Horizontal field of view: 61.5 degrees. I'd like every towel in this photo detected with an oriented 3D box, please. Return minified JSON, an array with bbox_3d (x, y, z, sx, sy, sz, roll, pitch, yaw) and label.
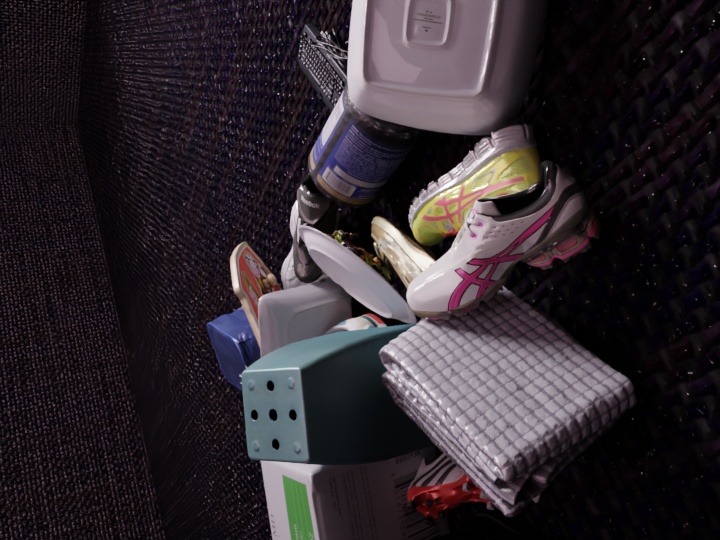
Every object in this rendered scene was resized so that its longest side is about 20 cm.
[{"bbox_3d":[0.134,0.112,0.578,0.200,0.163,0.087,40,148,45],"label":"towel"}]

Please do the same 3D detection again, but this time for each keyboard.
[{"bbox_3d":[-0.057,-0.307,0.916,0.202,0.039,0.105,57,141,33],"label":"keyboard"}]

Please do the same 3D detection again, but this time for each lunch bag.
[{"bbox_3d":[-0.194,0.141,1.147,0.198,0.131,0.139,16,126,55],"label":"lunch bag"}]

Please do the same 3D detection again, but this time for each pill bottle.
[{"bbox_3d":[0.016,-0.179,0.758,0.200,0.110,0.114,-49,56,50],"label":"pill bottle"}]

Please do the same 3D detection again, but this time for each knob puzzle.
[{"bbox_3d":[-0.140,0.040,0.942,0.030,0.220,0.223,-28,65,9],"label":"knob puzzle"}]

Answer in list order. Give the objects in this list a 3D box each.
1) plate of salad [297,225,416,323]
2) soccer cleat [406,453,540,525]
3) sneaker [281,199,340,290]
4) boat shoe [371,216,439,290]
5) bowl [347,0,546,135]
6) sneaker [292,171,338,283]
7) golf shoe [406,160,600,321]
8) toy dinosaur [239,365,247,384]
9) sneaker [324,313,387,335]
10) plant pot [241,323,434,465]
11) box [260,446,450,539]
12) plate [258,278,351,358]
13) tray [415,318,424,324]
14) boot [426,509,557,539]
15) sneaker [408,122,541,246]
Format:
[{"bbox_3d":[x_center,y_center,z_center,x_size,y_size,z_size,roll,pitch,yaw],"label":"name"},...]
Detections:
[{"bbox_3d":[0.000,0.000,0.798,0.199,0.048,0.200,38,169,9],"label":"plate of salad"},{"bbox_3d":[0.133,0.234,0.702,0.069,0.086,0.199,44,130,-15],"label":"soccer cleat"},{"bbox_3d":[-0.072,-0.015,0.970,0.099,0.077,0.205,28,120,48],"label":"sneaker"},{"bbox_3d":[0.059,-0.004,0.741,0.064,0.072,0.201,-55,41,10],"label":"boat shoe"},{"bbox_3d":[0.076,-0.240,0.593,0.195,0.075,0.205,12,108,16],"label":"bowl"},{"bbox_3d":[-0.066,-0.083,0.879,0.065,0.090,0.205,16,92,13],"label":"sneaker"},{"bbox_3d":[0.119,-0.027,0.577,0.198,0.092,0.073,-32,24,21],"label":"golf shoe"},{"bbox_3d":[-0.094,0.181,1.013,0.196,0.105,0.185,12,128,22],"label":"toy dinosaur"},{"bbox_3d":[0.022,0.116,0.827,0.199,0.092,0.072,25,118,53],"label":"sneaker"},{"bbox_3d":[-0.030,0.143,0.678,0.139,0.198,0.145,-10,84,37],"label":"plant pot"},{"bbox_3d":[-0.006,0.328,0.819,0.170,0.196,0.204,-12,87,59],"label":"box"},{"bbox_3d":[-0.066,0.121,0.889,0.032,0.198,0.205,6,101,36],"label":"plate"},{"bbox_3d":[0.081,0.119,0.731,0.200,0.022,0.108,-47,64,28],"label":"tray"},{"bbox_3d":[0.135,0.328,0.623,0.198,0.165,0.079,10,105,56],"label":"boot"},{"bbox_3d":[0.122,-0.065,0.649,0.200,0.077,0.092,-43,67,54],"label":"sneaker"}]
